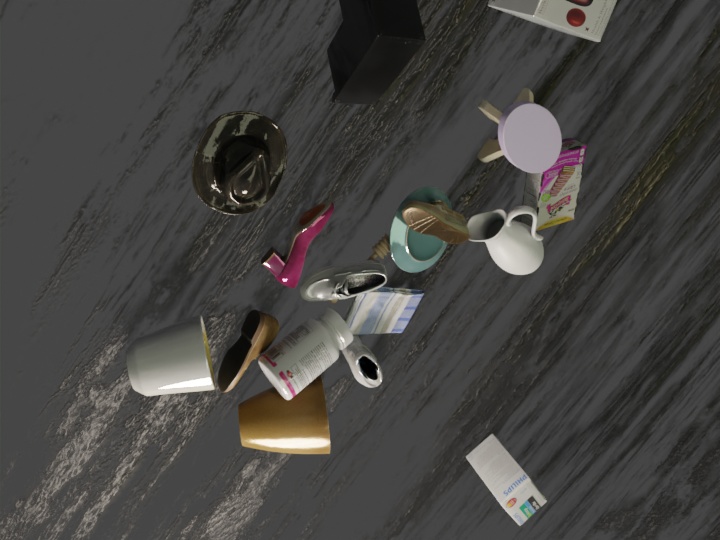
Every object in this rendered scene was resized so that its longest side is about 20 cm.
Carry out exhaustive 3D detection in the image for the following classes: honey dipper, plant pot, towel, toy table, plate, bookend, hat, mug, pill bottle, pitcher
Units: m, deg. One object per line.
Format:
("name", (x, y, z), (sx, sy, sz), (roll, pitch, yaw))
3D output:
("honey dipper", (0.000, 0.000, 1.349), (0.200, 0.038, 0.038), (-46, 130, 4))
("plant pot", (-0.179, 0.342, 1.377), (0.196, 0.187, 0.189), (-6, 122, -11))
("towel", (0.051, 0.100, 1.428), (0.197, 0.024, 0.148), (3, 127, -35))
("toy table", (0.344, -0.307, 1.308), (0.184, 0.117, 0.200), (-46, 131, 2))
("plate", (0.147, -0.089, 1.358), (0.198, 0.025, 0.204), (-16, 117, -33))
("bookend", (0.009, -0.431, 1.040), (0.091, 0.202, 0.200), (-5, 165, -26))
("hat", (-0.210, -0.183, 1.088), (0.197, 0.081, 0.204), (-14, 123, -21))
("mug", (-0.375, 0.194, 1.188), (0.150, 0.150, 0.190), (-12, 117, -14))
("pill bottle", (-0.118, 0.181, 1.327), (0.199, 0.113, 0.114), (-38, 131, -19))
("pitcher", (0.380, -0.078, 1.444), (0.170, 0.123, 0.199), (-21, 139, 41))

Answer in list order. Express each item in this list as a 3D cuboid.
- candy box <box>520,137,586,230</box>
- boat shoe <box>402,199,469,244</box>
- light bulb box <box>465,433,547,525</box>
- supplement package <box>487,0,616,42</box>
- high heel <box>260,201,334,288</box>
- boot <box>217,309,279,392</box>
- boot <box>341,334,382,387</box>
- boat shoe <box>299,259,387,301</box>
("candy box", (0.476, -0.212, 1.478), (0.134, 0.061, 0.203), (-17, 126, -21))
("boat shoe", (0.165, -0.118, 1.307), (0.198, 0.066, 0.072), (19, 149, -38))
("light bulb box", (0.470, 0.673, 1.921), (0.124, 0.200, 0.199), (-40, 130, -1))
("supplement package", (0.391, -0.575, 1.152), (0.197, 0.147, 0.194), (2, 118, -31))
("high heel", (-0.108, -0.050, 1.230), (0.200, 0.068, 0.096), (-45, 120, 8))
("boot", (-0.243, 0.184, 1.304), (0.075, 0.073, 0.202), (21, 104, -47))
("boot", (0.016, 0.247, 1.469), (0.073, 0.096, 0.201), (-37, 130, -4))
("boat shoe", (-0.036, 0.031, 1.302), (0.196, 0.069, 0.073), (-8, 111, -6))
